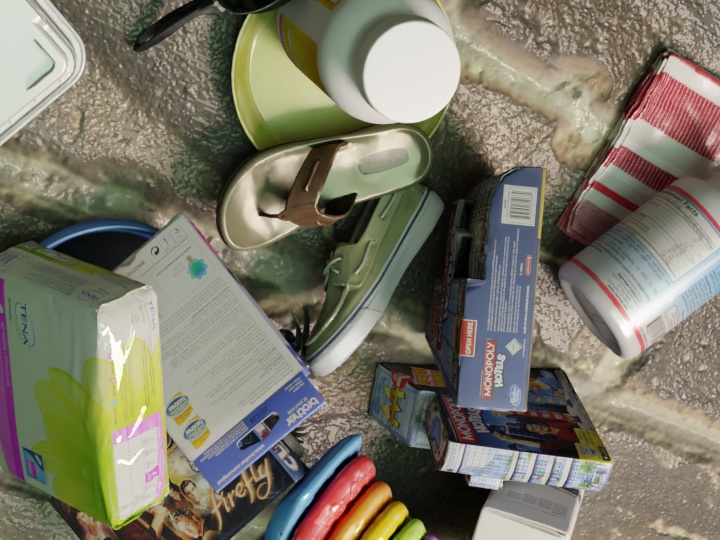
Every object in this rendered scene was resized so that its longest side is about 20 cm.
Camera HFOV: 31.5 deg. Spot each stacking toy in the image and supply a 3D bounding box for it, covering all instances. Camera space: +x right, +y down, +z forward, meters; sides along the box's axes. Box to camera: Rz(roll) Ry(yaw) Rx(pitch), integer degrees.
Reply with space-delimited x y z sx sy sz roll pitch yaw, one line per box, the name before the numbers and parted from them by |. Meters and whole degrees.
stacking toy | 0.027 0.246 1.100 0.200 0.110 0.116 36 132 13

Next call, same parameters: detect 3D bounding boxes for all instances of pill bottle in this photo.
pill bottle | 0.007 -0.173 0.969 0.104 0.200 0.105 -7 114 -15
pill bottle | 0.293 -0.016 1.192 0.200 0.109 0.109 -36 118 -4

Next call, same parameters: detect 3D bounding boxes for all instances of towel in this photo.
towel | 0.295 -0.097 1.234 0.144 0.023 0.200 24 102 -26

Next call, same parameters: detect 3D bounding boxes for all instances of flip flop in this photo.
flip flop | -0.027 -0.071 1.081 0.199 0.058 0.081 -18 116 -11

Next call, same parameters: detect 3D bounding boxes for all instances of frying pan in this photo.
frying pan | -0.092 -0.219 1.005 0.190 0.115 0.031 -50 136 7

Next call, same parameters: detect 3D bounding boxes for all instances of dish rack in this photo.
dish rack | -0.330 -0.159 0.986 0.200 0.044 0.172 -40 117 -1

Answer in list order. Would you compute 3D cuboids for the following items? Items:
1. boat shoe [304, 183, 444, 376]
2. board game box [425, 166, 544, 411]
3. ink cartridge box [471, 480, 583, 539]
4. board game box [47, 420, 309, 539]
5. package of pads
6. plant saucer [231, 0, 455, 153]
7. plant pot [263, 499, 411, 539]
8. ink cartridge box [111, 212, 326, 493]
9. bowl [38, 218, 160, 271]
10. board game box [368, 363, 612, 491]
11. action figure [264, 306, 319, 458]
boat shoe | 0.000 0.000 1.132 0.062 0.072 0.200 36 69 -11
board game box | 0.104 0.014 1.131 0.061 0.200 0.201 5 89 -6
ink cartridge box | 0.156 0.261 1.229 0.084 0.200 0.145 17 108 12
board game box | -0.160 0.185 1.101 0.200 0.035 0.136 -43 85 19
package of pads | -0.226 0.091 1.014 0.068 0.154 0.201 -26 124 -46
plant saucer | -0.016 -0.172 1.093 0.199 0.031 0.201 -7 114 -16
plant pot | 0.014 0.348 1.241 0.200 0.200 0.193 -39 129 0
ink cartridge box | -0.129 0.067 1.039 0.119 0.042 0.200 -40 75 0
bowl | -0.219 0.049 1.110 0.200 0.039 0.201 -7 113 -16
board game box | 0.112 0.147 1.199 0.199 0.200 0.062 8 108 -6
action figure | -0.089 0.131 1.148 0.102 0.119 0.200 40 104 2
